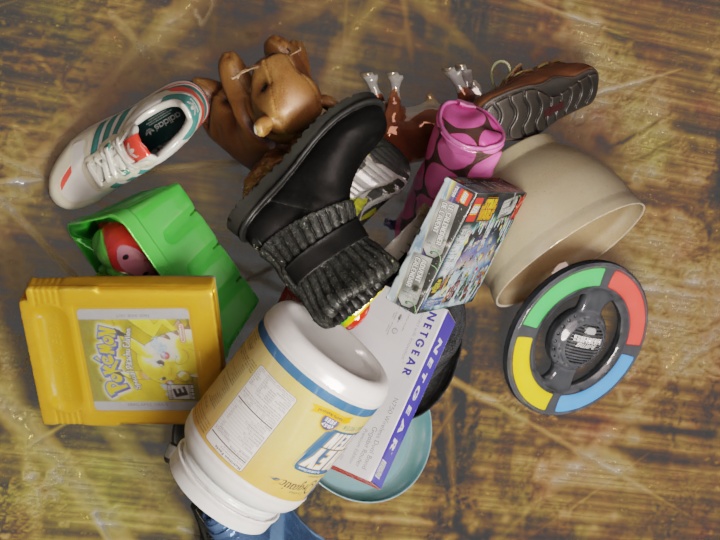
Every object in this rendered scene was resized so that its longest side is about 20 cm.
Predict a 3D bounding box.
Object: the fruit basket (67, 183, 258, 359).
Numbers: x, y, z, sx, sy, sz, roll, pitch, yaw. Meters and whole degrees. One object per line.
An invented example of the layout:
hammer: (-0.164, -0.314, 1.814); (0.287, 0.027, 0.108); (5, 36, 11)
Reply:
fruit basket: (-0.241, 0.033, 1.640); (0.215, 0.155, 0.216); (3, 85, -34)

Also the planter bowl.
planter bowl: (0.203, -0.069, 1.774); (0.200, 0.200, 0.135); (-28, 73, -16)

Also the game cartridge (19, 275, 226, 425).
game cartridge: (-0.238, 0.085, 1.590); (0.200, 0.032, 0.177); (-2, 123, 4)

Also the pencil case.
pencil case: (0.094, -0.100, 1.712); (0.091, 0.200, 0.094); (13, 49, -9)

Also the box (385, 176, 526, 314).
box: (0.102, -0.028, 1.606); (0.040, 0.200, 0.137); (29, 103, 17)

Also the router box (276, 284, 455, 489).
router box: (-0.021, 0.104, 1.654); (0.179, 0.049, 0.200); (20, 78, 20)

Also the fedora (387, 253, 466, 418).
fedora: (0.054, 0.066, 1.737); (0.200, 0.092, 0.201); (8, 74, -28)

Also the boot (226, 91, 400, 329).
boot: (-0.011, -0.059, 1.545); (0.158, 0.079, 0.211); (42, 84, 18)

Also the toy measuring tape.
toy measuring tape: (0.000, 0.000, 1.610); (0.074, 0.074, 0.200); (41, 99, -16)

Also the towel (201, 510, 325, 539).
towel: (-0.101, 0.287, 1.682); (0.048, 0.112, 0.200); (-17, 129, 21)

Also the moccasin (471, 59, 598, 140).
moccasin: (0.189, -0.202, 1.784); (0.201, 0.078, 0.074); (-31, 133, -38)

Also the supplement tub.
supplement tub: (-0.082, 0.146, 1.540); (0.145, 0.145, 0.200); (33, 105, -17)

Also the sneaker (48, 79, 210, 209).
sneaker: (-0.248, -0.128, 1.627); (0.200, 0.093, 0.070); (-32, 102, 7)

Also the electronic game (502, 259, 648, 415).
electronic game: (0.254, 0.080, 1.828); (0.200, 0.042, 0.200); (-13, 120, -24)

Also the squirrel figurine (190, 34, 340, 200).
squirrel figurine: (-0.080, -0.149, 1.657); (0.141, 0.187, 0.200); (-16, 97, -18)

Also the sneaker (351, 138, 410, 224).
sneaker: (-0.021, -0.072, 1.668); (0.074, 0.085, 0.200); (45, 49, -1)

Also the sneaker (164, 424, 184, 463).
sneaker: (-0.115, 0.174, 1.723); (0.200, 0.066, 0.091); (4, 93, -17)

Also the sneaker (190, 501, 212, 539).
sneaker: (-0.156, 0.350, 1.713); (0.086, 0.080, 0.200); (-19, 93, -7)

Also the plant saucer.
plant saucer: (-0.008, 0.164, 1.745); (0.200, 0.027, 0.200); (14, 64, -30)

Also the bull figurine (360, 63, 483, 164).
bull figurine: (0.057, -0.167, 1.767); (0.200, 0.065, 0.122); (-8, 101, -21)
